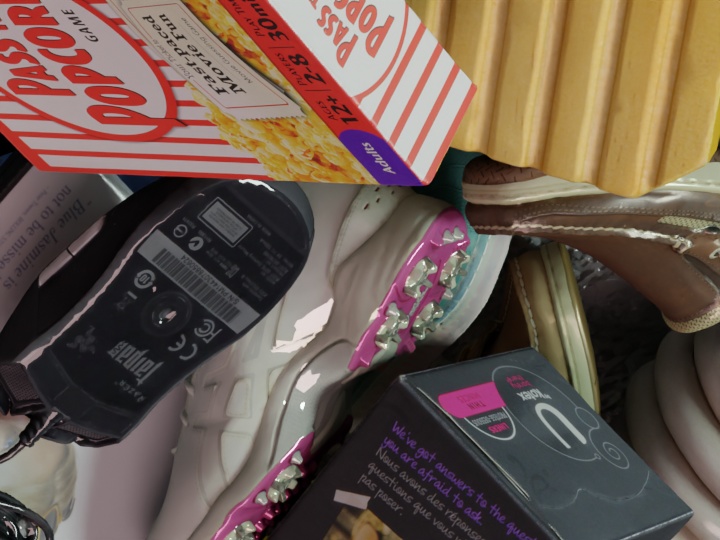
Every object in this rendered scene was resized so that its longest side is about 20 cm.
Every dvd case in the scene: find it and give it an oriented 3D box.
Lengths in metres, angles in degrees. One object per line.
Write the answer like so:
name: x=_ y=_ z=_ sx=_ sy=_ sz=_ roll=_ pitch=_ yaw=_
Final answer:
dvd case: x=-0.107 y=0.055 z=1.076 sx=0.018 sy=0.143 sz=0.200 roll=19 pitch=155 yaw=54

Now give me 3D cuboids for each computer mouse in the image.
computer mouse: x=-0.121 y=0.013 z=1.005 sx=0.200 sy=0.046 sz=0.140 roll=-47 pitch=129 yaw=10

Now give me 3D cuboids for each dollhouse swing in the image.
dollhouse swing: x=0.035 y=-0.110 z=0.878 sx=0.199 sy=0.182 sz=0.176 roll=17 pitch=107 yaw=15

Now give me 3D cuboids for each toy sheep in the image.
toy sheep: x=0.175 y=0.078 z=1.174 sx=0.138 sy=0.138 sz=0.200 roll=28 pitch=119 yaw=-29

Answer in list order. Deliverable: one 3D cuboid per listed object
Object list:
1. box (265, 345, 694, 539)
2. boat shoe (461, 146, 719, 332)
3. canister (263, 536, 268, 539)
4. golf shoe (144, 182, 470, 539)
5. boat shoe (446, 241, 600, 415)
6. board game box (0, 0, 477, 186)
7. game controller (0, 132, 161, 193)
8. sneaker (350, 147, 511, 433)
box: x=0.021 y=0.140 z=1.098 sx=0.200 sy=0.106 sz=0.122 roll=-51 pitch=160 yaw=22
boat shoe: x=0.131 y=-0.012 z=1.057 sx=0.202 sy=0.075 sz=0.075 roll=-2 pitch=-177 yaw=-28
canister: x=0.049 y=0.173 z=1.237 sx=0.199 sy=0.087 sz=0.149 roll=12 pitch=151 yaw=30
golf shoe: x=-0.040 y=0.040 z=1.071 sx=0.200 sy=0.091 sz=0.075 roll=-55 pitch=165 yaw=9
boat shoe: x=0.070 y=0.066 z=1.195 sx=0.066 sy=0.074 sz=0.200 roll=-6 pitch=138 yaw=-3
board game box: x=-0.080 y=-0.093 z=0.921 sx=0.200 sy=0.046 sz=0.152 roll=4 pitch=148 yaw=42
game controller: x=-0.090 y=-0.050 z=1.087 sx=0.199 sy=0.042 sz=0.104 roll=-16 pitch=136 yaw=17
sneaker: x=0.000 y=0.000 z=1.123 sx=0.080 sy=0.072 sz=0.200 roll=13 pitch=137 yaw=-21
